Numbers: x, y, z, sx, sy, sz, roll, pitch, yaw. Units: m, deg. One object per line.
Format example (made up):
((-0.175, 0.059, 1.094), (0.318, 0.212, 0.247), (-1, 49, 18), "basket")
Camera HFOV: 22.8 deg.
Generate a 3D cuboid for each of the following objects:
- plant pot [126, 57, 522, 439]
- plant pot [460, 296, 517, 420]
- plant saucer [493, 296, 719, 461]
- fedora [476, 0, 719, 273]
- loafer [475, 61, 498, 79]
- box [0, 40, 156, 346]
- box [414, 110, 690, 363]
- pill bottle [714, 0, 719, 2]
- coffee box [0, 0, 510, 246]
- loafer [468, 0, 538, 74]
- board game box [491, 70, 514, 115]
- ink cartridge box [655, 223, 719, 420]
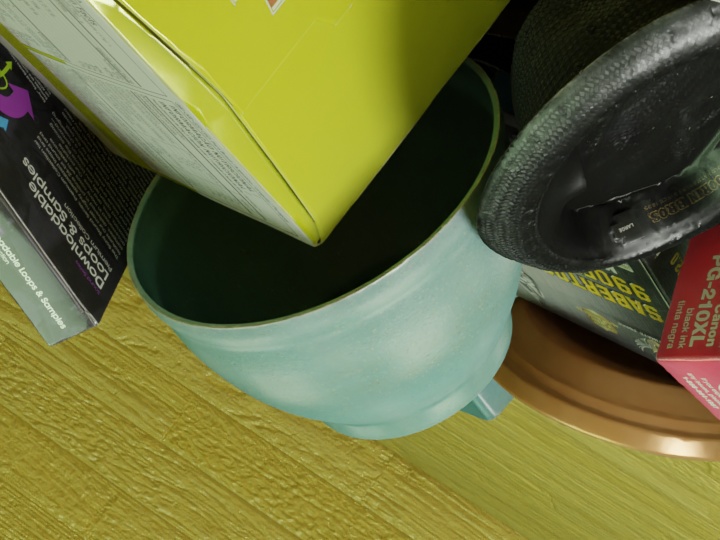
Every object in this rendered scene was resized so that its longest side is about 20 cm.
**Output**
((0.000, 0.000, 0.905), (0.200, 0.200, 0.134), (23, 151, 47), "plant pot")
((0.047, -0.020, 1.294), (0.200, 0.141, 0.141), (49, 164, -23), "plant pot")
((0.172, 0.052, 1.086), (0.199, 0.038, 0.200), (10, -160, -4), "plant saucer")
((0.126, -0.086, 0.794), (0.201, 0.200, 0.092), (58, -173, -63), "fedora")
((0.030, -0.145, 1.047), (0.200, 0.063, 0.072), (34, 140, -25), "loafer")
((-0.166, -0.069, 0.935), (0.143, 0.036, 0.200), (57, -160, -21), "box")
((0.113, -0.022, 1.001), (0.200, 0.048, 0.158), (27, 165, 39), "box")
((0.119, -0.154, 0.549), (0.200, 0.120, 0.119), (41, 168, -22), "pill bottle")
((-0.069, -0.166, 0.842), (0.197, 0.200, 0.200), (24, 163, 48), "coffee box")
((0.111, -0.101, 0.911), (0.200, 0.071, 0.073), (30, 168, 26), "loafer")
((0.186, -0.030, 1.021), (0.200, 0.056, 0.196), (28, 167, 35), "board game box")
((0.268, 0.041, 0.849), (0.199, 0.085, 0.145), (-3, 147, 44), "ink cartridge box")
